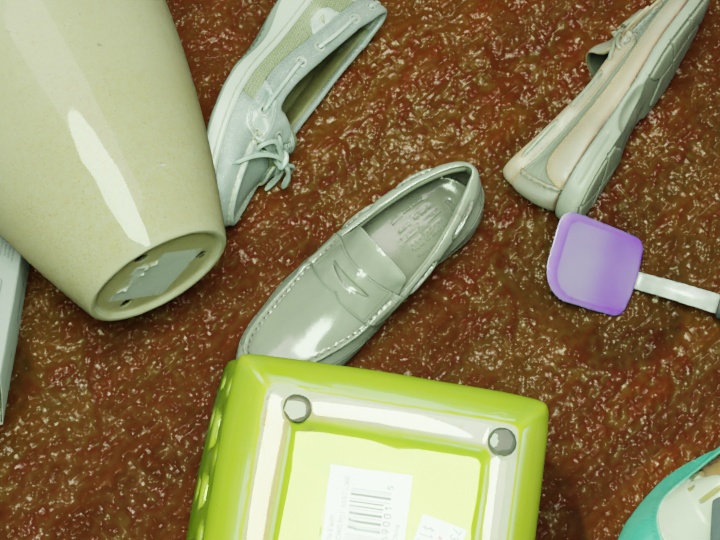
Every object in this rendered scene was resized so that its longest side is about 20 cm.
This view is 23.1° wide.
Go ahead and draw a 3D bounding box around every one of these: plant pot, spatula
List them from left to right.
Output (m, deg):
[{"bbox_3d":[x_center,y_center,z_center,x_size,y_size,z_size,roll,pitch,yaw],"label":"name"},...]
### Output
[{"bbox_3d":[-0.167,-0.078,1.064,0.186,0.188,0.201,-27,72,-15],"label":"plant pot"},{"bbox_3d":[0.000,0.150,0.968,0.197,0.182,0.202,10,79,-2],"label":"plant pot"},{"bbox_3d":[0.216,0.018,1.143,0.198,0.021,0.057,18,88,-1],"label":"spatula"}]

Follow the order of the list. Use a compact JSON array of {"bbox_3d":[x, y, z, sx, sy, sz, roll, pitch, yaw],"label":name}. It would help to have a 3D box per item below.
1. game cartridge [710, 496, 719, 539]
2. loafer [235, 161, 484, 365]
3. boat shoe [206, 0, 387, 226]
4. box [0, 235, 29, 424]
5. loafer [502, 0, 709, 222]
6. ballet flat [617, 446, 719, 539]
[{"bbox_3d":[0.298,0.188,1.036,0.198,0.040,0.135,5,82,-17],"label":"game cartridge"},{"bbox_3d":[0.000,0.000,1.109,0.070,0.070,0.200,42,70,12],"label":"loafer"},{"bbox_3d":[-0.049,-0.110,1.152,0.064,0.075,0.203,22,60,9],"label":"boat shoe"},{"bbox_3d":[-0.304,0.026,1.049,0.198,0.041,0.157,0,36,-4],"label":"box"},{"bbox_3d":[0.167,-0.125,1.181,0.063,0.072,0.201,28,70,15],"label":"loafer"},{"bbox_3d":[0.231,0.132,1.074,0.199,0.071,0.067,-36,75,-18],"label":"ballet flat"}]
